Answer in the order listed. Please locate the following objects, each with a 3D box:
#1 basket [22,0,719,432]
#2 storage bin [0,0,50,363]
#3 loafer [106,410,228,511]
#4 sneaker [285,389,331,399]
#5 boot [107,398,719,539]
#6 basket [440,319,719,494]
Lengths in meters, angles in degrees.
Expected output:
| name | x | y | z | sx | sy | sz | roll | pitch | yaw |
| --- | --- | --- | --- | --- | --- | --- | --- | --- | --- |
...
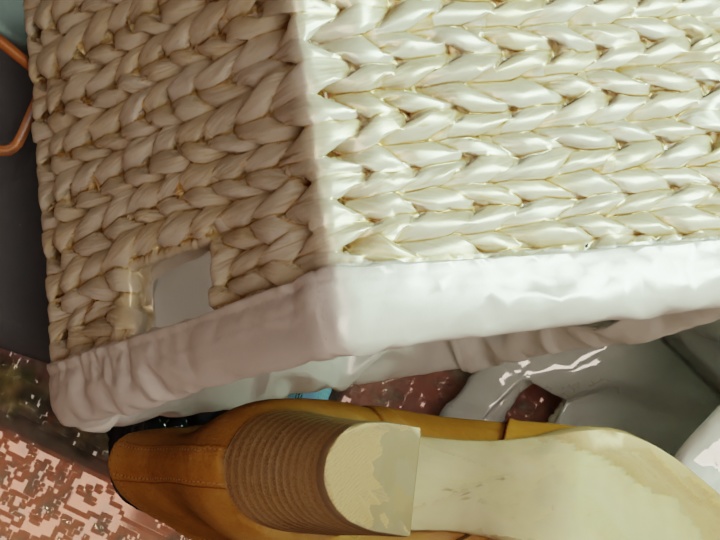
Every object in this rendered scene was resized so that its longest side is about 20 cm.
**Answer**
| name | x | y | z | sx | sy | sz | roll | pitch | yaw |
| --- | --- | --- | --- | --- | --- | --- | --- | --- | --- |
| basket | 0.007 | -0.043 | 0.737 | 0.199 | 0.198 | 0.162 | -7 | 84 | -34 |
| storage bin | -0.136 | -0.059 | 0.844 | 0.134 | 0.145 | 0.201 | 25 | 85 | -30 |
| loafer | -0.054 | -0.002 | 0.851 | 0.068 | 0.070 | 0.202 | 25 | 74 | -22 |
| sneaker | 0.000 | 0.000 | 0.924 | 0.090 | 0.078 | 0.201 | 19 | 90 | -26 |
| boot | 0.024 | 0.083 | 0.761 | 0.200 | 0.144 | 0.071 | 19 | 78 | -31 |
| basket | 0.132 | 0.110 | 0.911 | 0.161 | 0.200 | 0.199 | 41 | 80 | -23 |
